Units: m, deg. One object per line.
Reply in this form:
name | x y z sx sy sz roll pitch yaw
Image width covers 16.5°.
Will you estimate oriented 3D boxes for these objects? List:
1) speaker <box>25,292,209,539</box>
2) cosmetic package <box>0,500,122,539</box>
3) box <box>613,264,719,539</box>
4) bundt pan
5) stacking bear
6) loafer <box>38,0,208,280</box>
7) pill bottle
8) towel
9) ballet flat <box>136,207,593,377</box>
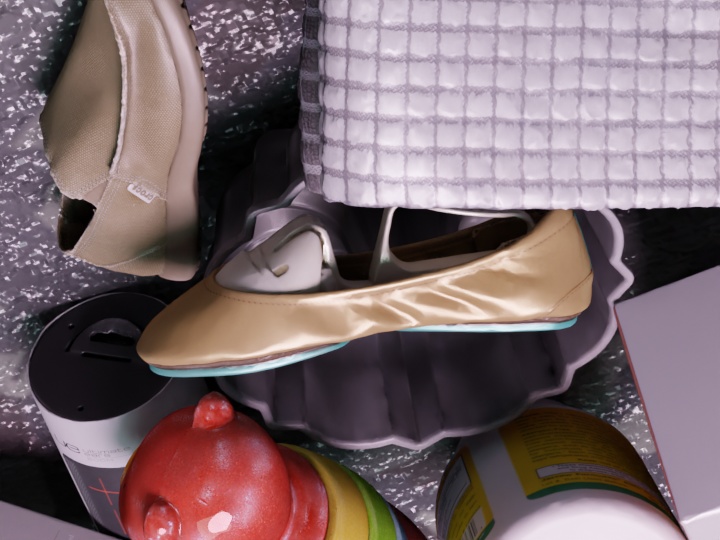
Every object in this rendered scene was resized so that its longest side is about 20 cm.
speaker | -0.100 0.103 1.232 0.081 0.082 0.201 -14 137 3
cosmetic package | -0.192 0.172 1.227 0.198 0.091 0.107 14 139 8
box | 0.201 0.100 1.161 0.097 0.125 0.200 -20 141 8
bundt pan | 0.020 -0.009 1.141 0.200 0.076 0.203 -6 136 -6
stacking bear | -0.044 0.128 1.156 0.113 0.122 0.200 20 163 35
loafer | -0.103 -0.065 1.060 0.067 0.076 0.201 -10 137 -10
pill bottle | 0.095 0.131 1.203 0.112 0.200 0.114 -1 104 -4
towel | 0.073 -0.111 1.001 0.198 0.086 0.167 -2 101 -15
ballet flat | 0.000 0.000 1.061 0.198 0.069 0.064 -8 109 -7
